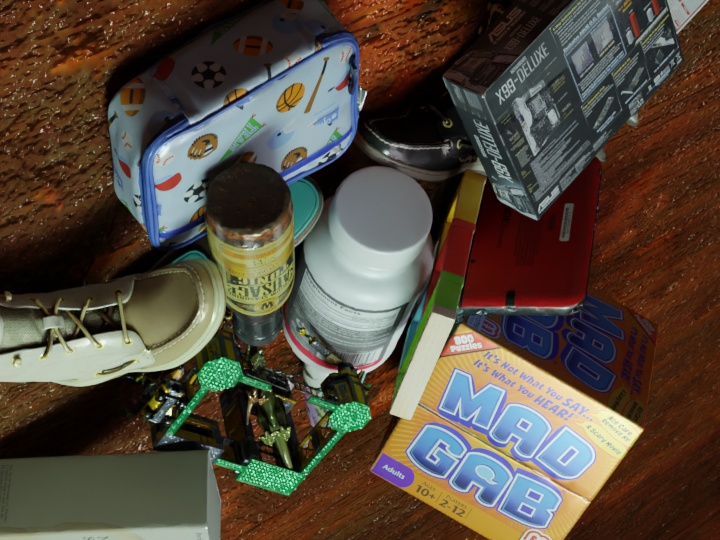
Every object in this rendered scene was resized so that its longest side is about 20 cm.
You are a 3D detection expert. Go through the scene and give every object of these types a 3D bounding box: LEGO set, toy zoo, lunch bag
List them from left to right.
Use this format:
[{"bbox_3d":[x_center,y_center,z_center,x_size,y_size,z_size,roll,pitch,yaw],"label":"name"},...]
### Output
[{"bbox_3d":[-0.085,-0.106,1.103,0.199,0.076,0.161,-30,152,-21],"label":"lunch bag"},{"bbox_3d":[-0.097,0.095,1.296,0.199,0.116,0.154,14,126,-27],"label":"LEGO set"},{"bbox_3d":[0.067,0.008,1.258,0.132,0.020,0.201,110,-3,-46],"label":"toy zoo"}]

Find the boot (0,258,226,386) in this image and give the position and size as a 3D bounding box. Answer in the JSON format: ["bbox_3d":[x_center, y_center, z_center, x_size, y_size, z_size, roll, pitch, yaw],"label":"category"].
[{"bbox_3d":[-0.208,0.039,1.084,0.199,0.073,0.154,-21,163,36],"label":"boot"}]

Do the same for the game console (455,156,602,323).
[{"bbox_3d":[0.132,0.000,1.376,0.201,0.171,0.119,-75,158,-44],"label":"game console"}]

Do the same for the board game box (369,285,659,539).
[{"bbox_3d":[0.158,0.127,1.524,0.201,0.199,0.200,-61,180,31],"label":"board game box"}]

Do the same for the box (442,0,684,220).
[{"bbox_3d":[0.169,-0.164,1.229,0.200,0.050,0.158,-47,139,-12],"label":"box"}]

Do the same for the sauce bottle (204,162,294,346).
[{"bbox_3d":[-0.078,-0.004,1.127,0.066,0.066,0.200,-34,157,-16],"label":"sauce bottle"}]

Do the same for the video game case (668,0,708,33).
[{"bbox_3d":[0.256,-0.231,1.428,0.200,0.017,0.143,-47,152,8],"label":"video game case"}]

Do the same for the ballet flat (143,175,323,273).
[{"bbox_3d":[-0.117,-0.011,1.221,0.199,0.068,0.064,-38,179,-9],"label":"ballet flat"}]

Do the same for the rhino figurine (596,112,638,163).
[{"bbox_3d":[0.208,-0.152,1.391,0.087,0.060,0.201,-12,144,-14],"label":"rhino figurine"}]

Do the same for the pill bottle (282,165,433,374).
[{"bbox_3d":[0.000,0.000,1.282,0.110,0.111,0.200,-28,160,-25],"label":"pill bottle"}]

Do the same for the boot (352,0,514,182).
[{"bbox_3d":[0.093,-0.153,1.270,0.199,0.073,0.151,-2,127,-40],"label":"boot"}]

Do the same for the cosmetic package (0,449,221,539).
[{"bbox_3d":[-0.219,0.206,1.259,0.198,0.074,0.104,-2,146,1],"label":"cosmetic package"}]

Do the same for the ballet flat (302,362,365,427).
[{"bbox_3d":[-0.011,0.059,1.448,0.071,0.069,0.201,24,107,-41],"label":"ballet flat"}]
